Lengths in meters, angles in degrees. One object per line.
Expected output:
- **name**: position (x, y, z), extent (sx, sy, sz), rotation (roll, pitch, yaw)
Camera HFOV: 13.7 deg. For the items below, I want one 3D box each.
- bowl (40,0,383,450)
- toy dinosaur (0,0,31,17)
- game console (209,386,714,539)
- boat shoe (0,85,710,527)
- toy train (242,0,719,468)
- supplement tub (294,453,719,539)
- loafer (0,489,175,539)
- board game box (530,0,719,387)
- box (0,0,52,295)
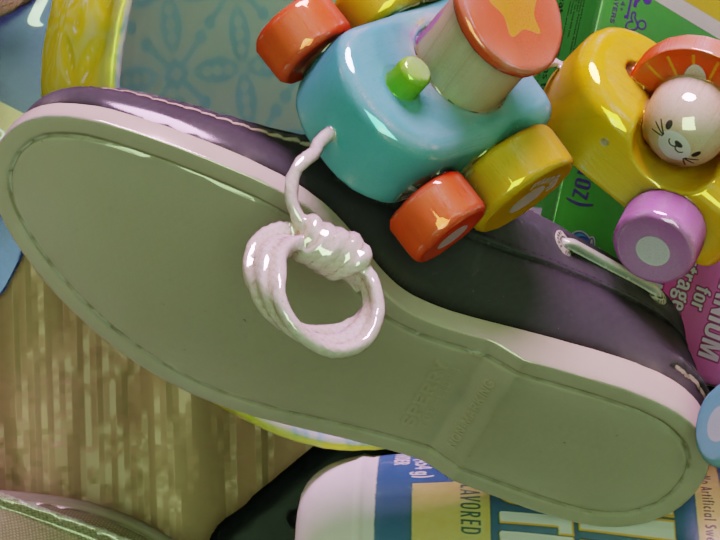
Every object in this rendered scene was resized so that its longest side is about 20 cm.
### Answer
- **bowl**: position (-0.021, -0.056, 0.856), extent (0.200, 0.108, 0.201), rotation (-8, 102, -39)
- **toy dinosaur**: position (-0.166, -0.016, 0.841), extent (0.086, 0.200, 0.136), rotation (22, 133, 11)
- **game console**: position (0.079, 0.091, 0.915), extent (0.200, 0.031, 0.177), rotation (-39, 87, 1)
- **boat shoe**: position (0.000, 0.000, 0.765), extent (0.200, 0.063, 0.073), rotation (25, 131, -14)
- **toy train**: position (0.068, -0.012, 0.734), extent (0.200, 0.151, 0.056), rotation (20, 135, -27)
- **supplement tub**: position (0.085, 0.119, 0.827), extent (0.199, 0.145, 0.145), rotation (-3, 92, 2)
- **loafer**: position (-0.130, 0.097, 0.891), extent (0.199, 0.068, 0.076), rotation (18, 99, 3)
- **board game box**: position (0.141, -0.034, 0.861), extent (0.199, 0.040, 0.154), rotation (13, 88, -23)
- **box**: position (-0.120, -0.102, 0.906), extent (0.121, 0.032, 0.200), rotation (26, 93, 0)
